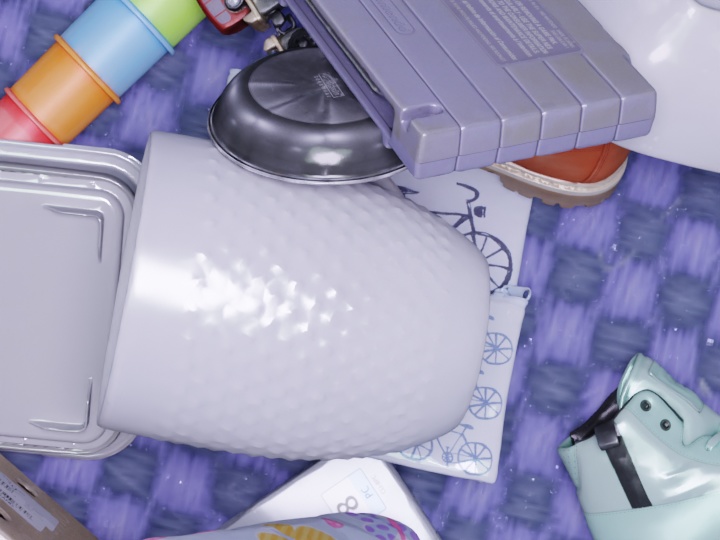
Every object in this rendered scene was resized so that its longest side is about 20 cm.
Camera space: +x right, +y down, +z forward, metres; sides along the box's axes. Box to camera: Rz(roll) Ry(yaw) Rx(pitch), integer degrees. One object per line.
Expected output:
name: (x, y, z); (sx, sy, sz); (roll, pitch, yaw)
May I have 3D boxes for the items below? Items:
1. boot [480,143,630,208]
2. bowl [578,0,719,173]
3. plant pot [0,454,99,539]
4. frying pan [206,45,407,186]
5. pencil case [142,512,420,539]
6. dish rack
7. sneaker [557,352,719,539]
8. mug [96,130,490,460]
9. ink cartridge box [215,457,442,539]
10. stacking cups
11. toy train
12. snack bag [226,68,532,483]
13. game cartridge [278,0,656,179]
boot: (0.054, -0.102, 1.167); (0.199, 0.107, 0.075); (12, 63, -3)
bowl: (0.198, -0.146, 1.139); (0.199, 0.075, 0.201); (8, 50, -15)
plant pot: (-0.226, 0.178, 1.092); (0.200, 0.200, 0.177); (40, 93, 0)
frying pan: (0.020, -0.075, 1.068); (0.189, 0.115, 0.031); (3, 124, 3)
pencil case: (-0.047, 0.168, 1.070); (0.083, 0.199, 0.091); (37, 112, 29)
dish rack: (-0.209, 0.017, 1.167); (0.198, 0.044, 0.173); (6, 104, -1)
sneaker: (0.203, 0.083, 1.186); (0.200, 0.074, 0.119); (-30, 96, -1)
mug: (-0.030, 0.002, 1.109); (0.174, 0.201, 0.148); (11, 131, -8)
ink cartridge box: (-0.034, 0.206, 1.185); (0.199, 0.047, 0.161); (-34, 89, -5)
stacking cups: (-0.135, -0.126, 1.192); (0.200, 0.061, 0.061); (-42, 90, -2)
toy train: (-0.064, -0.146, 1.145); (0.046, 0.034, 0.201); (-33, 85, 4)
snack bag: (0.000, 0.000, 1.187); (0.187, 0.021, 0.201); (13, 73, -3)
game cartridge: (0.043, -0.117, 1.073); (0.129, 0.200, 0.039); (-7, 129, -24)
